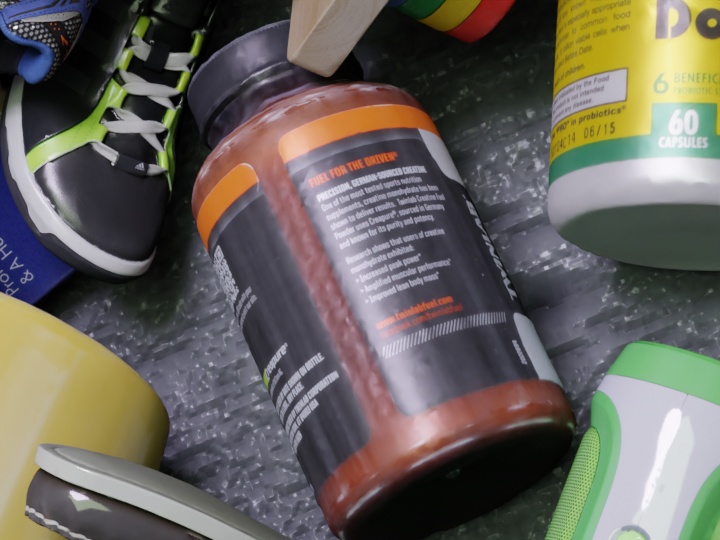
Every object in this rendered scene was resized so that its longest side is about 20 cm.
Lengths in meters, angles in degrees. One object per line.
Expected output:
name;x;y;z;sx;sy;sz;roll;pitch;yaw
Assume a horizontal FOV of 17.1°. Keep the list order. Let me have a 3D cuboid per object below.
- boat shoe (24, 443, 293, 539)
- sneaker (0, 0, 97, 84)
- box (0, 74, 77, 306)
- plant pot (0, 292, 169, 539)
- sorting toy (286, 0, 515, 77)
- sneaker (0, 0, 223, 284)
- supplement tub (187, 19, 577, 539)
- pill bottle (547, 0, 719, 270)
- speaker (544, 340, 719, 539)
boat shoe;-0.044;0.123;0.894;0.061;0.201;0.072;-62;31;0
sneaker;-0.199;-0.105;0.951;0.199;0.075;0.079;-6;48;12
box;-0.213;-0.002;1.026;0.200;0.032;0.121;-39;99;6
plant pot;-0.172;0.113;0.935;0.200;0.201;0.189;16;67;20
sorting toy;0.054;-0.195;0.935;0.199;0.069;0.200;-49;26;41
sneaker;-0.098;-0.096;0.995;0.083;0.072;0.201;-27;57;44
supplement tub;0.000;0.000;0.946;0.107;0.107;0.200;-28;69;9
pill bottle;0.132;-0.109;0.930;0.112;0.113;0.201;0;76;17
speaker;0.099;0.132;0.893;0.088;0.088;0.200;19;82;21
